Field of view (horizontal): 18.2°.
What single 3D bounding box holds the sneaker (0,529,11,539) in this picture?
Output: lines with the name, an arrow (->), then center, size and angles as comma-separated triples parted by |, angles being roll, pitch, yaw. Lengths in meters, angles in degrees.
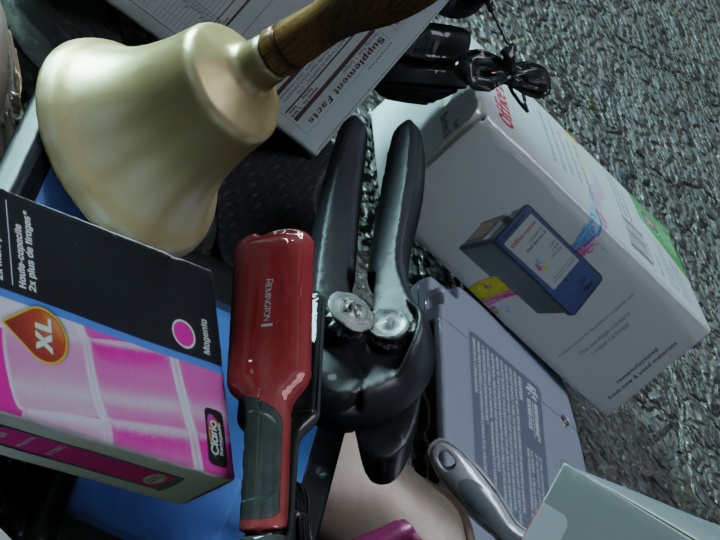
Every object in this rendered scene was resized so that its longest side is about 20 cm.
sneaker -> -0.143, 0.168, 0.772 | 0.084, 0.073, 0.201 | 15, 46, -47

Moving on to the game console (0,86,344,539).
game console -> -0.082, 0.027, 0.943 | 0.200, 0.116, 0.176 | -75, 158, -49

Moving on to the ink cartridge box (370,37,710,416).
ink cartridge box -> 0.103, -0.031, 1.343 | 0.200, 0.087, 0.145 | 44, 16, -21

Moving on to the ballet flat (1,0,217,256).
ballet flat -> -0.136, -0.080, 1.095 | 0.066, 0.057, 0.201 | -17, 69, -38

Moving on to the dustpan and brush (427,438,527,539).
dustpan and brush -> 0.102, 0.162, 1.123 | 0.200, 0.139, 0.057 | 52, 12, 6

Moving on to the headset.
headset -> 0.031, -0.146, 1.235 | 0.094, 0.124, 0.200 | 0, 30, -43

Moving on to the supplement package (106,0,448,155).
supplement package -> -0.068, -0.194, 1.154 | 0.200, 0.151, 0.152 | 35, 10, -36

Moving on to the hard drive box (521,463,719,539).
hard drive box -> 0.120, 0.184, 0.999 | 0.077, 0.156, 0.200 | 30, 1, 30

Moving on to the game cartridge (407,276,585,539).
game cartridge -> 0.076, 0.109, 1.239 | 0.133, 0.040, 0.201 | 37, 33, -28

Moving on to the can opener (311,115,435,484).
can opener -> 0.000, 0.000, 1.025 | 0.063, 0.079, 0.201 | 6, 48, -8

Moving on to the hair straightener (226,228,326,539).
hair straightener -> -0.027, 0.079, 0.898 | 0.077, 0.041, 0.201 | 78, 4, -47

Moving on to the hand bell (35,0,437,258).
hand bell -> -0.026, -0.091, 0.908 | 0.104, 0.200, 0.105 | 35, 41, -37

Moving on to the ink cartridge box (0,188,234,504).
ink cartridge box -> -0.129, 0.020, 0.835 | 0.200, 0.037, 0.095 | 21, 52, -44

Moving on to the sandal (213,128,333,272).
sandal -> -0.051, -0.026, 1.147 | 0.075, 0.045, 0.200 | 6, 30, -6

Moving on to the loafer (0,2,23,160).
loafer -> -0.177, -0.047, 0.967 | 0.063, 0.072, 0.201 | 48, 31, -49

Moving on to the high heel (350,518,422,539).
high heel -> 0.034, 0.132, 0.949 | 0.067, 0.096, 0.200 | 43, 20, 11

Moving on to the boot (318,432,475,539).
boot -> -0.025, 0.101, 1.059 | 0.146, 0.070, 0.201 | 18, 45, -42
